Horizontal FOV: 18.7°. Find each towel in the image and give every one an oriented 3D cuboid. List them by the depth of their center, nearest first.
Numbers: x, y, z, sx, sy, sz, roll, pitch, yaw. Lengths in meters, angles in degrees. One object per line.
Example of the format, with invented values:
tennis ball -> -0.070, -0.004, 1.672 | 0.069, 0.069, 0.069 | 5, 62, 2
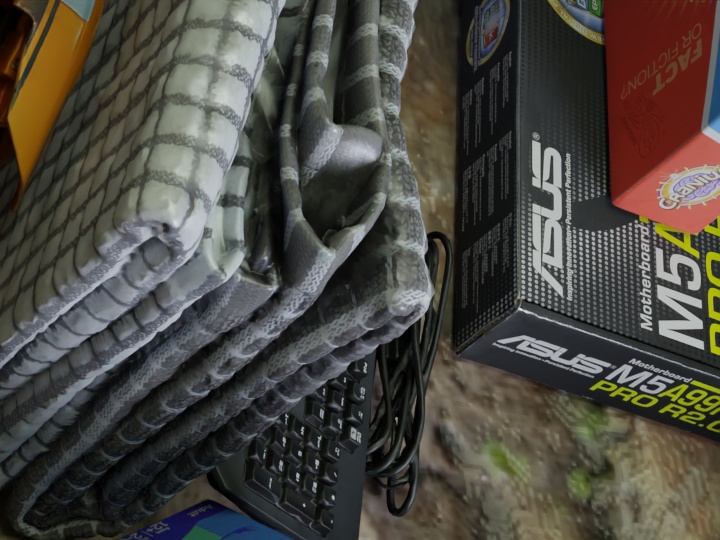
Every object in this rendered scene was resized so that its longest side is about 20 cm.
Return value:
towel -> -0.050, -0.029, 0.626 | 0.085, 0.200, 0.167 | 25, 54, -22

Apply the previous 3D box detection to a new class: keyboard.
keyboard -> 0.000, 0.000, 0.725 | 0.104, 0.039, 0.201 | 43, 43, -44

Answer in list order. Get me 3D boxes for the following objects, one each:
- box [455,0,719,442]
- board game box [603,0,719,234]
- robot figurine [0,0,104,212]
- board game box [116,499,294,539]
box -> 0.115, -0.040, 0.849 | 0.159, 0.044, 0.201 | 20, 55, -25
board game box -> 0.146, -0.137, 0.795 | 0.040, 0.153, 0.201 | 17, 55, -24
robot figurine -> -0.129, -0.030, 0.593 | 0.058, 0.145, 0.201 | 30, 79, -34
board game box -> -0.031, 0.133, 0.562 | 0.151, 0.199, 0.045 | -21, 119, -41
